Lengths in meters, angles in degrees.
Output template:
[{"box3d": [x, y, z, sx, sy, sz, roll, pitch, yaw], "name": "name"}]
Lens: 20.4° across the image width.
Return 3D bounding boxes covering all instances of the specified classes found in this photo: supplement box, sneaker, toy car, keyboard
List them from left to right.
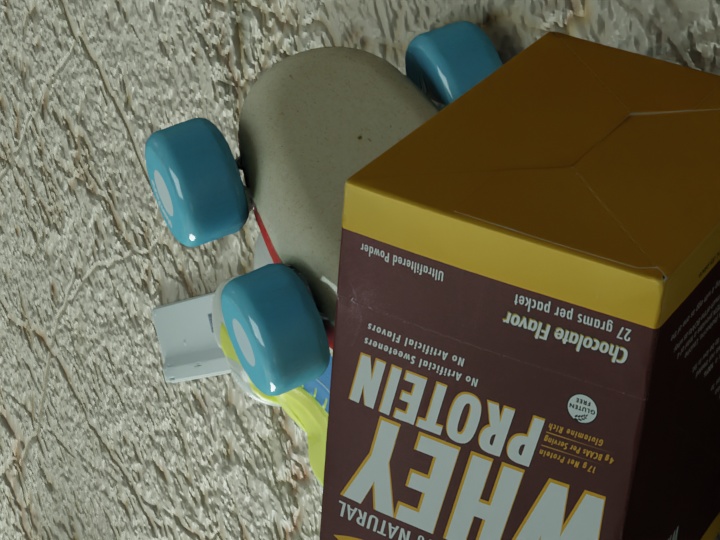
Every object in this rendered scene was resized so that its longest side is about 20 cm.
[{"box3d": [-0.095, 0.042, 1.370, 0.200, 0.011, 0.057, -14, 84, 59], "name": "keyboard"}, {"box3d": [-0.009, 0.054, 1.186, 0.200, 0.076, 0.105, 51, 129, 25], "name": "sneaker"}, {"box3d": [0.000, 0.000, 1.059, 0.177, 0.184, 0.200, 60, 162, 25], "name": "toy car"}, {"box3d": [0.089, 0.035, 0.847, 0.132, 0.197, 0.201, 18, 121, 23], "name": "supplement box"}]
